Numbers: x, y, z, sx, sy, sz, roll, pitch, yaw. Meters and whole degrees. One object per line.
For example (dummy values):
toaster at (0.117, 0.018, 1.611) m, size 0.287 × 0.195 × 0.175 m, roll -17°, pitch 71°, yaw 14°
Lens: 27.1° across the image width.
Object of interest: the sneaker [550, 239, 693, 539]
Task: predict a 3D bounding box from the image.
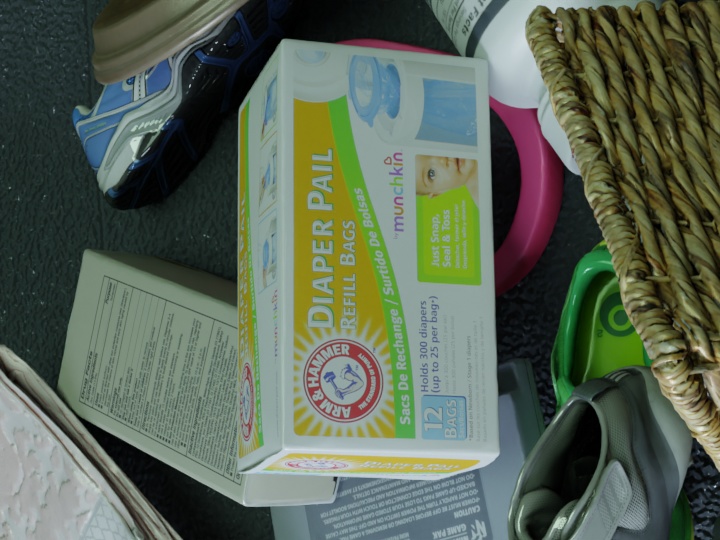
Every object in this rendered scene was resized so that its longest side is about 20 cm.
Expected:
sneaker at (0.124, 0.082, 0.762) m, size 0.073 × 0.083 × 0.202 m, roll -5°, pitch 84°, yaw 27°

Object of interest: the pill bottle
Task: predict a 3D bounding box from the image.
pill bottle at (0.095, -0.156, 0.781) m, size 0.119 × 0.119 × 0.201 m, roll -40°, pitch 67°, yaw 23°

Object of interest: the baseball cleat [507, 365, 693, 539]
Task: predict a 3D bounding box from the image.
baseball cleat at (0.104, 0.145, 0.688) m, size 0.069 × 0.106 × 0.202 m, roll 7°, pitch 102°, yaw 45°

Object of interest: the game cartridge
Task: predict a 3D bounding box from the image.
game cartridge at (0.029, 0.139, 0.824) m, size 0.199 × 0.040 × 0.135 m, roll -24°, pitch 66°, yaw 42°

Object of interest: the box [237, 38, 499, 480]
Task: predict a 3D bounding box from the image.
box at (0.000, 0.000, 0.749) m, size 0.101 × 0.111 × 0.202 m, roll 141°, pitch 129°, yaw -69°

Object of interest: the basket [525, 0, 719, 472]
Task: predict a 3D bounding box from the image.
basket at (0.148, -0.007, 0.642) m, size 0.143 × 0.148 × 0.201 m, roll 99°, pitch 160°, yaw -52°

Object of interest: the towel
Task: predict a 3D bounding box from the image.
towel at (-0.203, 0.177, 0.951) m, size 0.191 × 0.032 × 0.201 m, roll 43°, pitch 128°, yaw 25°

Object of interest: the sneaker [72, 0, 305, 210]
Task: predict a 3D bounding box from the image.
sneaker at (-0.113, -0.132, 0.934) m, size 0.200 × 0.076 × 0.077 m, roll -46°, pitch 68°, yaw 18°

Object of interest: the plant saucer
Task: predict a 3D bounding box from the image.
plant saucer at (-0.082, -0.181, 0.866) m, size 0.199 × 0.201 × 0.030 m, roll -28°, pitch 112°, yaw 27°

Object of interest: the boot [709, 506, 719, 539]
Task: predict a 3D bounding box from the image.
boot at (0.252, 0.130, 0.683) m, size 0.167 × 0.076 × 0.202 m, roll 13°, pitch 87°, yaw 36°

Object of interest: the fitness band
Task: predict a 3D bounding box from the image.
fitness band at (0.022, -0.058, 0.867) m, size 0.199 × 0.037 × 0.145 m, roll 17°, pitch 95°, yaw 31°

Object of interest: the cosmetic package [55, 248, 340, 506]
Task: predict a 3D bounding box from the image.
cosmetic package at (-0.092, 0.059, 0.882) m, size 0.199 × 0.071 × 0.106 m, roll 20°, pitch 99°, yaw 46°
